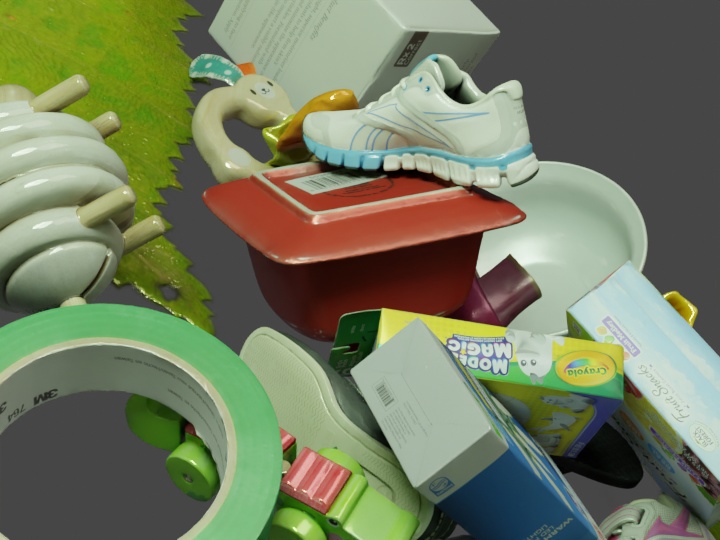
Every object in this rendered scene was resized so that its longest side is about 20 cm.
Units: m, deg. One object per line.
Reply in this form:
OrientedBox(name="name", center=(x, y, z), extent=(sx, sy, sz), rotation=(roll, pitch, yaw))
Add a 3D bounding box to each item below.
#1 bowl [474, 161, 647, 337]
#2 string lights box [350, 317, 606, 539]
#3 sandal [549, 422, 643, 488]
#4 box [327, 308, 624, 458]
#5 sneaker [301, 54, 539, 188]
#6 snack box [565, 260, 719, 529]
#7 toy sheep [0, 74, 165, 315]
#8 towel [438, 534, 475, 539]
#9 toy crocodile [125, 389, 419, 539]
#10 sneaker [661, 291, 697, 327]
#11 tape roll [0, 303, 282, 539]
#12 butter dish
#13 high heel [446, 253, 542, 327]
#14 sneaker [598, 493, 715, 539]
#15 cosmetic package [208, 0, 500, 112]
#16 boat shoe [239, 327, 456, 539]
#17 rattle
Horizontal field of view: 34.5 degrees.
OrientedBox(name="bowl", center=(0.153, 0.005, 1.021), extent=(0.199, 0.091, 0.202), rotation=(-9, 50, 11))
OrientedBox(name="string lights box", center=(0.082, 0.127, 0.746), extent=(0.200, 0.059, 0.103), rotation=(46, 9, -44))
OrientedBox(name="sandal", center=(0.128, 0.135, 0.927), extent=(0.198, 0.045, 0.075), rotation=(16, 30, -3))
OrientedBox(name="box", center=(0.075, 0.081, 0.827), extent=(0.198, 0.118, 0.049), rotation=(10, 60, -2))
OrientedBox(name="sneaker", center=(0.041, -0.119, 0.865), extent=(0.199, 0.087, 0.075), rotation=(9, 26, 31))
OrientedBox(name="snack box", center=(0.238, 0.105, 0.898), extent=(0.169, 0.068, 0.200), rotation=(51, -4, 25))
OrientedBox(name="toy sheep", center=(-0.207, -0.040, 0.755), extent=(0.137, 0.138, 0.201), rotation=(0, 52, -41))
OrientedBox(name="towel", center=(0.057, 0.256, 0.699), extent=(0.170, 0.048, 0.201), rotation=(3, 45, -41))
OrientedBox(name="toy crocodile", center=(-0.056, 0.121, 0.716), extent=(0.199, 0.062, 0.068), rotation=(28, 50, 19))
OrientedBox(name="sneaker", center=(0.264, 0.075, 1.084), extent=(0.073, 0.077, 0.200), rotation=(38, 36, 3))
OrientedBox(name="tape roll", center=(-0.143, 0.110, 0.639), extent=(0.199, 0.048, 0.201), rotation=(7, 47, -8))
OrientedBox(name="butter dish", center=(0.000, 0.000, 0.886), extent=(0.199, 0.149, 0.199), rotation=(-12, 23, -22))
OrientedBox(name="high heel", center=(0.056, -0.010, 0.965), extent=(0.200, 0.096, 0.068), rotation=(46, -10, 44))
OrientedBox(name="sneaker", center=(0.202, 0.221, 0.853), extent=(0.199, 0.082, 0.088), rotation=(-2, 46, -54))
OrientedBox(name="cosmetic package", center=(-0.008, -0.237, 1.146), extent=(0.164, 0.165, 0.200), rotation=(-14, 58, -50))
OrientedBox(name="boat shoe", center=(-0.013, 0.113, 0.792), extent=(0.200, 0.072, 0.067), rotation=(41, 15, 32))
OrientedBox(name="rattle", center=(-0.083, -0.167, 1.024), extent=(0.129, 0.143, 0.201), rotation=(3, 48, -13))
